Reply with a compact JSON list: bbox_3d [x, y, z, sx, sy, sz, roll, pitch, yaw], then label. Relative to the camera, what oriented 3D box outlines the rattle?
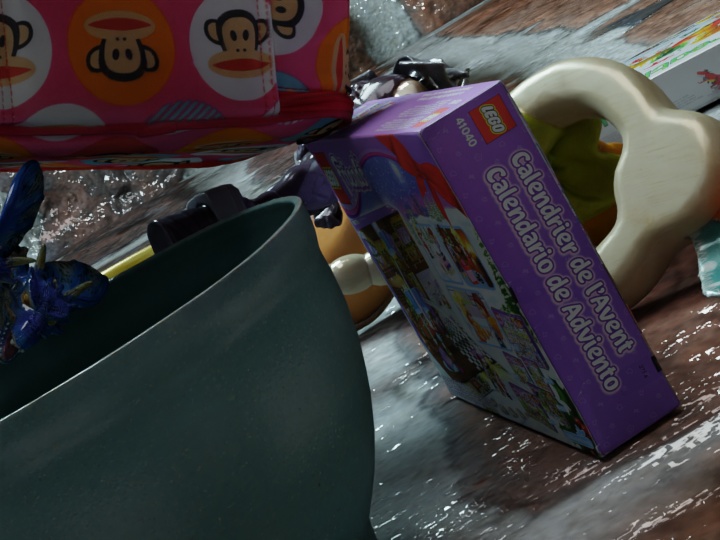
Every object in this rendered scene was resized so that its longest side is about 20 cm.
[{"bbox_3d":[0.147,-0.019,0.846,0.200,0.143,0.130,1,62,44],"label":"rattle"}]

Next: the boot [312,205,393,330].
[{"bbox_3d":[0.007,-0.034,1.041,0.200,0.074,0.155,-27,-18,0],"label":"boot"}]

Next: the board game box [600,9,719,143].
[{"bbox_3d":[0.199,-0.124,1.210,0.200,0.035,0.126,-27,10,20],"label":"board game box"}]

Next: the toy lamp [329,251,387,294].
[{"bbox_3d":[0.000,0.000,0.972,0.200,0.058,0.058,-17,10,0],"label":"toy lamp"}]

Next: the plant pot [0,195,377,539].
[{"bbox_3d":[-0.074,0.080,0.681,0.200,0.134,0.200,-30,10,6],"label":"plant pot"}]

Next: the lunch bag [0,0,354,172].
[{"bbox_3d":[-0.118,-0.084,0.784,0.200,0.082,0.176,-3,0,-25],"label":"lunch bag"}]

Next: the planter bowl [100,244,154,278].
[{"bbox_3d":[-0.165,0.052,1.271,0.200,0.083,0.200,-30,9,5],"label":"planter bowl"}]

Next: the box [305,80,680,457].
[{"bbox_3d":[0.045,-0.005,0.752,0.039,0.137,0.200,-32,10,-10],"label":"box"}]

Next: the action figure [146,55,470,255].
[{"bbox_3d":[-0.018,-0.043,0.899,0.200,0.069,0.130,-39,5,-24],"label":"action figure"}]

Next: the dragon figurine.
[{"bbox_3d":[-0.134,-0.002,0.705,0.099,0.059,0.200,-28,11,16],"label":"dragon figurine"}]
